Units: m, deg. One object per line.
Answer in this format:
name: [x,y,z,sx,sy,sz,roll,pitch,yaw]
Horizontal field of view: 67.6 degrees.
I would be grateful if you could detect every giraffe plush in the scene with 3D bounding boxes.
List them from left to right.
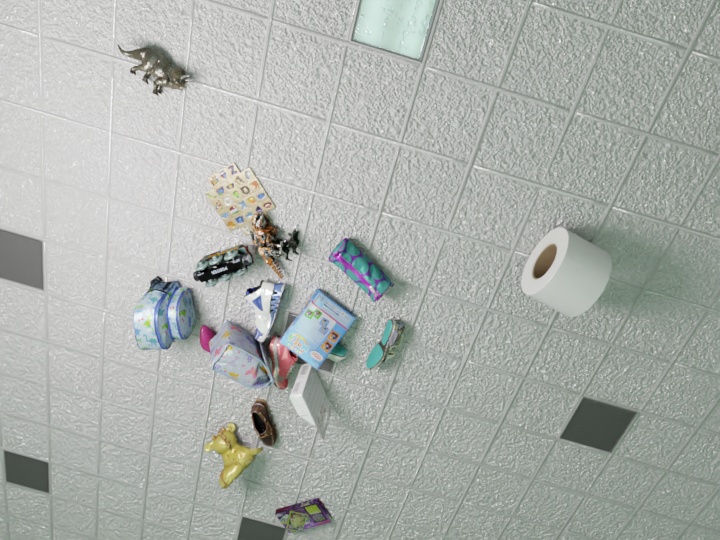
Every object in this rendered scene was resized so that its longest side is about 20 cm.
giraffe plush: [-0.469,0.651,1.927,0.162,0.172,0.200,44,126,8]

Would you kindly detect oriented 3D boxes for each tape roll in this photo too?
tape roll: [0.548,0.005,1.442,0.138,0.203,0.204,27,117,-7]

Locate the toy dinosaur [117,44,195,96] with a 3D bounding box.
toy dinosaur: [-0.527,-0.521,1.390,0.200,0.077,0.102,42,102,-9]

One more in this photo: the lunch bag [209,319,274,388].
lunch bag: [-0.361,0.267,1.684,0.199,0.170,0.127,37,97,-26]

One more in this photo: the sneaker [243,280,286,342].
sneaker: [-0.310,0.110,1.673,0.114,0.081,0.201,21,111,1]

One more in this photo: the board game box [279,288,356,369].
board game box: [-0.132,0.182,1.662,0.151,0.037,0.201,38,90,-12]

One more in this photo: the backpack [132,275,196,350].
backpack: [-0.598,0.141,1.647,0.145,0.201,0.185,1,116,6]

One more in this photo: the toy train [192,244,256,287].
toy train: [-0.399,-0.022,1.587,0.198,0.114,0.086,-18,115,19]

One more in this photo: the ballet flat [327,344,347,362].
ballet flat: [-0.140,0.243,1.726,0.198,0.070,0.070,27,117,-8]

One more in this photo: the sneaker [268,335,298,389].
sneaker: [-0.245,0.308,1.760,0.086,0.074,0.202,-1,116,5]

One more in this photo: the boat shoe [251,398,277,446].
boat shoe: [-0.346,0.551,1.897,0.069,0.071,0.202,-9,116,10]

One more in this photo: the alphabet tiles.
alphabet tiles: [-0.348,-0.203,1.555,0.165,0.006,0.201,-25,111,17]

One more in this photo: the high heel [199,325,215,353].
high heel: [-0.455,0.255,1.761,0.095,0.068,0.201,0,132,18]

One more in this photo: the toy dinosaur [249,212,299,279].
toy dinosaur: [-0.254,-0.074,1.576,0.134,0.103,0.201,-1,139,23]

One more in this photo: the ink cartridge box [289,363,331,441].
ink cartridge box: [-0.158,0.433,1.763,0.049,0.161,0.202,-12,115,14]

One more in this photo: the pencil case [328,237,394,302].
pencil case: [0.000,0.000,1.566,0.200,0.093,0.085,42,114,-13]

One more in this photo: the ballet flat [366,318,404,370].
ballet flat: [0.086,0.241,1.694,0.071,0.072,0.202,23,118,-5]

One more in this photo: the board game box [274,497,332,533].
board game box: [-0.223,0.963,2.111,0.198,0.032,0.121,-22,108,18]
